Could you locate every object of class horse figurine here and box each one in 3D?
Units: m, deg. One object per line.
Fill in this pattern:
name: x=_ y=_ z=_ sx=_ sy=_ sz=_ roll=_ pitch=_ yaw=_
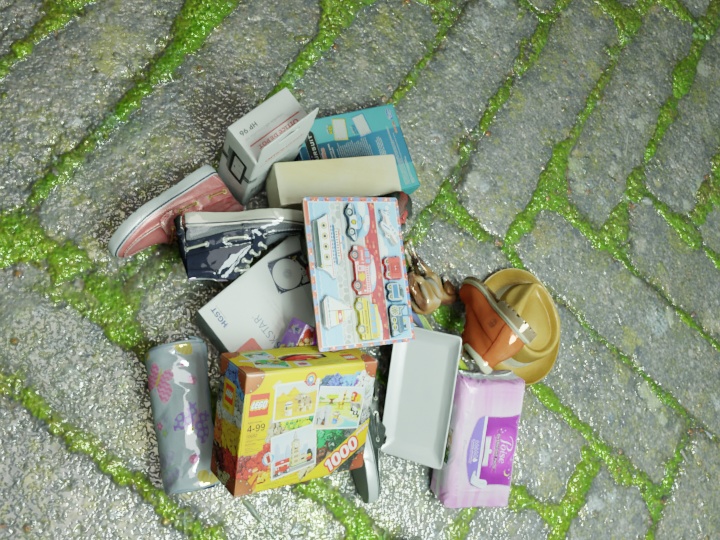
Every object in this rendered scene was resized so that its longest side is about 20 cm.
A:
horse figurine: x=0.098 y=0.018 z=0.986 sx=0.049 sy=0.200 sz=0.135 roll=-30 pitch=93 yaw=19

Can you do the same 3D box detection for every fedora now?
fedora: x=0.284 y=0.089 z=1.064 sx=0.194 sy=0.082 sz=0.208 roll=6 pitch=74 yaw=-19

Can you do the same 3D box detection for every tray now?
tray: x=0.091 y=0.189 z=0.944 sx=0.104 sy=0.022 sz=0.207 roll=10 pitch=98 yaw=19

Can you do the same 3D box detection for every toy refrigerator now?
toy refrigerator: x=-0.042 y=-0.131 z=0.956 sx=0.194 sy=0.076 sz=0.072 roll=-8 pitch=79 yaw=-21

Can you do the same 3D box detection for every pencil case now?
pencil case: x=-0.237 y=0.196 z=0.843 sx=0.088 sy=0.083 sz=0.206 roll=-18 pitch=78 yaw=16

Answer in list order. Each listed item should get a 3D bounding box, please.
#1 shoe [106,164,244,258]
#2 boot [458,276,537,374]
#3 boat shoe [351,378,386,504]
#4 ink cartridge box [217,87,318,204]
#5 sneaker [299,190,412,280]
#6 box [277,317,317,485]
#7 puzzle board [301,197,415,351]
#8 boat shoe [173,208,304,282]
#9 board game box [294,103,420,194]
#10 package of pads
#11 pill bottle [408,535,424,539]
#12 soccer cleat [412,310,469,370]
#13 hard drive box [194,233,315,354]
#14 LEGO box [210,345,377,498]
shoe: x=-0.265 y=-0.064 z=0.911 sx=0.091 sy=0.071 sz=0.200 roll=46 pitch=63 yaw=0
boot: x=0.186 y=0.083 z=0.983 sx=0.075 sy=0.201 sz=0.108 roll=40 pitch=98 yaw=-23
boat shoe: x=0.012 y=0.240 z=0.936 sx=0.055 sy=0.069 sz=0.207 roll=-5 pitch=76 yaw=-21
ink cartridge box: x=-0.141 y=-0.189 z=0.918 sx=0.116 sy=0.200 sz=0.068 roll=-42 pitch=91 yaw=-24
sneaker: x=-0.008 y=-0.070 z=0.902 sx=0.198 sy=0.070 sz=0.100 roll=-35 pitch=116 yaw=-16
box: x=-0.084 y=0.187 z=0.870 sx=0.136 sy=0.039 sz=0.205 roll=32 pitch=81 yaw=-41
puzzle board: x=0.000 y=0.000 z=0.845 sx=0.146 sy=0.017 sz=0.207 roll=-3 pitch=80 yaw=-28
boat shoe: x=-0.163 y=-0.033 z=0.883 sx=0.193 sy=0.075 sz=0.096 roll=-4 pitch=83 yaw=-15
board game box: x=-0.012 y=-0.186 z=1.047 sx=0.195 sy=0.047 sz=0.156 roll=-16 pitch=83 yaw=-23
package of pads: x=0.181 y=0.255 z=0.957 sx=0.117 sy=0.075 sz=0.207 roll=5 pitch=96 yaw=-18
pill bottle: x=0.133 y=0.482 z=0.892 sx=0.199 sy=0.111 sz=0.112 roll=43 pitch=66 yaw=-5
soccer cleat: x=0.116 y=0.122 z=1.007 sx=0.200 sy=0.064 sz=0.084 roll=45 pitch=25 yaw=-15
hard drive box: x=-0.122 y=0.066 z=0.927 sx=0.199 sy=0.077 sz=0.157 roll=-42 pitch=92 yaw=-24
LEGO box: x=-0.083 y=0.182 z=0.792 sx=0.196 sy=0.076 sz=0.154 roll=0 pitch=102 yaw=-39
